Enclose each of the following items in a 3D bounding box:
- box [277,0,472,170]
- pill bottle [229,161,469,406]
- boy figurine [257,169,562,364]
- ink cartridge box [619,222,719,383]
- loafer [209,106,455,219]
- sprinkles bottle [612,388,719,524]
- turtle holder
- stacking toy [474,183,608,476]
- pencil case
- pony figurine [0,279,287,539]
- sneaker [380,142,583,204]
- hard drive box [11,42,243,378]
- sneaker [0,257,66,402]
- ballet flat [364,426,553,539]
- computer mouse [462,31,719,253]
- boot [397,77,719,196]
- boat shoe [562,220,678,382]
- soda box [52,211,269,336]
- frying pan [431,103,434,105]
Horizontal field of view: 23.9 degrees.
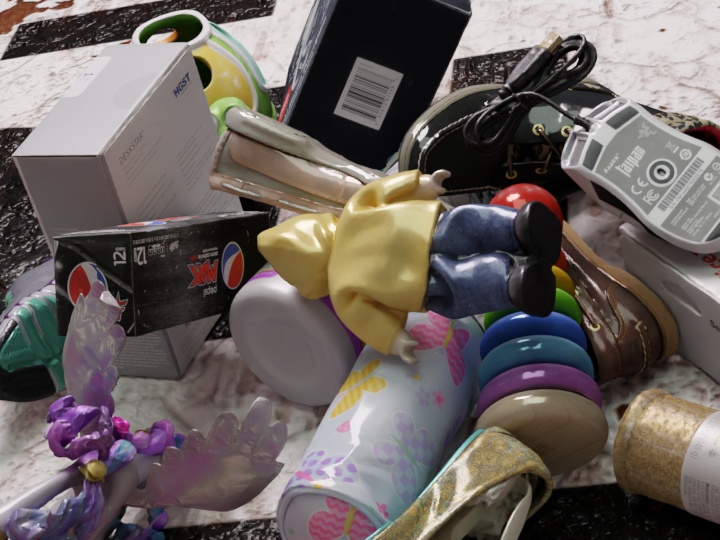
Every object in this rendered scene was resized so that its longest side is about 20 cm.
[{"bbox_3d":[0.009,-0.186,1.396,0.103,0.201,0.183,20,33,-8],"label":"box"},{"bbox_3d":[0.000,0.000,1.234,0.104,0.105,0.200,12,42,35],"label":"pill bottle"},{"bbox_3d":[0.025,-0.002,1.085,0.198,0.064,0.126,-1,78,29],"label":"boy figurine"},{"bbox_3d":[0.297,-0.011,1.145,0.199,0.085,0.145,-27,35,-15],"label":"ink cartridge box"},{"bbox_3d":[-0.013,-0.046,1.171,0.199,0.063,0.072,27,8,14],"label":"loafer"},{"bbox_3d":[0.245,0.126,0.986,0.199,0.069,0.068,16,45,39],"label":"sprinkles bottle"},{"bbox_3d":[-0.148,-0.141,1.471,0.140,0.133,0.186,-9,34,8],"label":"turtle holder"},{"bbox_3d":[0.110,0.030,1.114,0.085,0.086,0.201,-9,53,10],"label":"stacking toy"},{"bbox_3d":[0.019,0.108,1.090,0.083,0.091,0.200,-18,26,38],"label":"pencil case"},{"bbox_3d":[-0.160,0.129,1.062,0.166,0.193,0.200,41,48,7],"label":"pony figurine"},{"bbox_3d":[0.108,-0.075,1.328,0.198,0.077,0.085,-17,38,-1],"label":"sneaker"},{"bbox_3d":[-0.163,-0.046,1.280,0.076,0.201,0.156,2,37,24],"label":"hard drive box"},{"bbox_3d":[-0.253,0.044,1.318,0.087,0.075,0.200,-9,22,28],"label":"sneaker"},{"bbox_3d":[0.041,0.165,0.975,0.070,0.071,0.200,18,45,40],"label":"ballet flat"},{"bbox_3d":[0.174,-0.073,1.134,0.200,0.044,0.110,39,81,22],"label":"computer mouse"},{"bbox_3d":[0.144,-0.085,1.203,0.202,0.074,0.153,-18,27,-33],"label":"boot"},{"bbox_3d":[0.134,0.012,1.191,0.070,0.071,0.200,-24,35,-20],"label":"boat shoe"},{"bbox_3d":[-0.132,0.000,1.181,0.063,0.072,0.200,0,6,24],"label":"soda box"},{"bbox_3d":[0.129,-0.123,1.425,0.188,0.031,0.115,-14,34,-3],"label":"frying pan"}]
